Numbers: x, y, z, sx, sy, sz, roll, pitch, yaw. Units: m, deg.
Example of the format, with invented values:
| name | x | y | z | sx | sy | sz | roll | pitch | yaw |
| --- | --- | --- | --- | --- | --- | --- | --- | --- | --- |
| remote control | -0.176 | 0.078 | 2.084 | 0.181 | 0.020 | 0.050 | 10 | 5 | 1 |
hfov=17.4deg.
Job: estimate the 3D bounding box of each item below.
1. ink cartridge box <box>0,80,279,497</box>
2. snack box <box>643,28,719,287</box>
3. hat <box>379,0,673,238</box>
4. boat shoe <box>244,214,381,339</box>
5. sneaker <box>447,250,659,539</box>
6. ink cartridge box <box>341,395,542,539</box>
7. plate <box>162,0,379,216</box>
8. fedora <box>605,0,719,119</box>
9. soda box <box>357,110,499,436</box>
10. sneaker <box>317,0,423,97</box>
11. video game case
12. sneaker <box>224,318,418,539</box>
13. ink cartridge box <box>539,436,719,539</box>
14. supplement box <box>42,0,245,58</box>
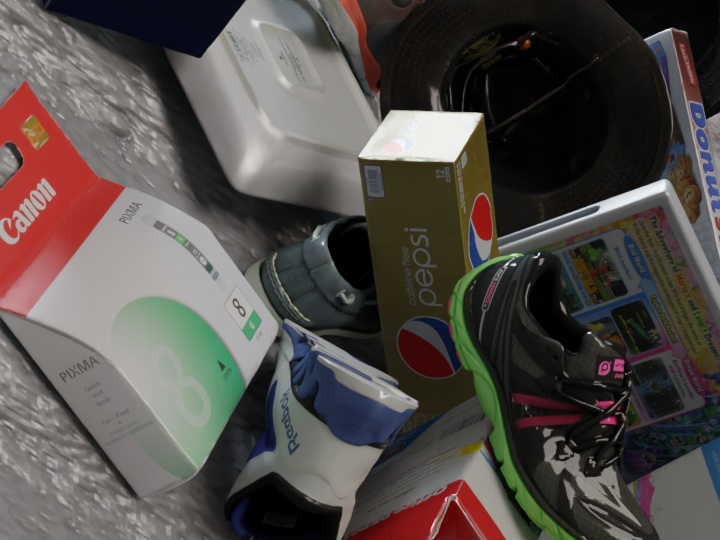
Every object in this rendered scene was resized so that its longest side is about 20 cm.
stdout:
| name | x | y | z | sx | sy | sz | roll | pitch | yaw |
| --- | --- | --- | --- | --- | --- | --- | --- | --- | --- |
| ink cartridge box | -0.135 | 0.000 | 1.261 | 0.201 | 0.050 | 0.161 | 56 | 27 | -16 |
| snack box | 0.203 | -0.055 | 1.562 | 0.024 | 0.072 | 0.201 | 7 | 68 | -48 |
| hat | 0.111 | -0.100 | 1.576 | 0.081 | 0.199 | 0.202 | 64 | 4 | -78 |
| boat shoe | 0.000 | 0.000 | 1.475 | 0.073 | 0.062 | 0.200 | 62 | 26 | 8 |
| sneaker | 0.118 | 0.079 | 1.327 | 0.077 | 0.084 | 0.201 | -4 | 64 | -59 |
| ink cartridge box | 0.041 | 0.150 | 1.347 | 0.067 | 0.116 | 0.200 | 55 | 28 | -10 |
| plate | -0.054 | -0.127 | 1.506 | 0.200 | 0.032 | 0.200 | 10 | 49 | -57 |
| fedora | 0.208 | -0.158 | 1.672 | 0.091 | 0.200 | 0.202 | 33 | 38 | -47 |
| soda box | 0.049 | 0.005 | 1.454 | 0.068 | 0.064 | 0.201 | -57 | 145 | -54 |
| sneaker | 0.018 | -0.178 | 1.598 | 0.077 | 0.082 | 0.200 | 62 | 1 | 11 |
| video game case | 0.154 | 0.054 | 1.524 | 0.201 | 0.181 | 0.024 | 61 | 21 | -25 |
| sneaker | -0.033 | 0.098 | 1.312 | 0.080 | 0.116 | 0.199 | 30 | 1 | -6 |
| ink cartridge box | 0.223 | 0.181 | 1.546 | 0.144 | 0.199 | 0.085 | 16 | 48 | -55 |
| supplement box | -0.124 | -0.248 | 1.414 | 0.108 | 0.110 | 0.201 | 15 | 49 | -28 |
